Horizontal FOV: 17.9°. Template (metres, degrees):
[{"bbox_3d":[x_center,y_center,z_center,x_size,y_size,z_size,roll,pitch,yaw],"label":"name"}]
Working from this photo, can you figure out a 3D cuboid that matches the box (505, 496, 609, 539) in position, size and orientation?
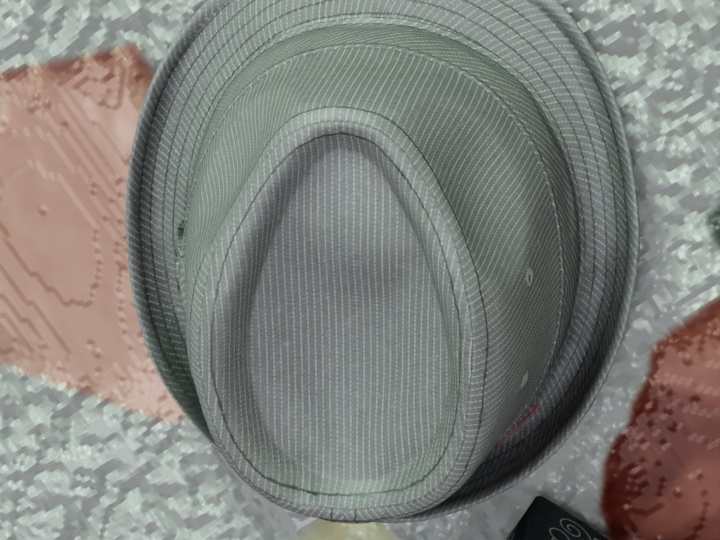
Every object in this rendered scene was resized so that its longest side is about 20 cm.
[{"bbox_3d":[0.102,0.198,0.773,0.199,0.115,0.133,33,112,0],"label":"box"}]

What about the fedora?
[{"bbox_3d":[0.000,0.000,0.737,0.175,0.090,0.202,10,110,7],"label":"fedora"}]
